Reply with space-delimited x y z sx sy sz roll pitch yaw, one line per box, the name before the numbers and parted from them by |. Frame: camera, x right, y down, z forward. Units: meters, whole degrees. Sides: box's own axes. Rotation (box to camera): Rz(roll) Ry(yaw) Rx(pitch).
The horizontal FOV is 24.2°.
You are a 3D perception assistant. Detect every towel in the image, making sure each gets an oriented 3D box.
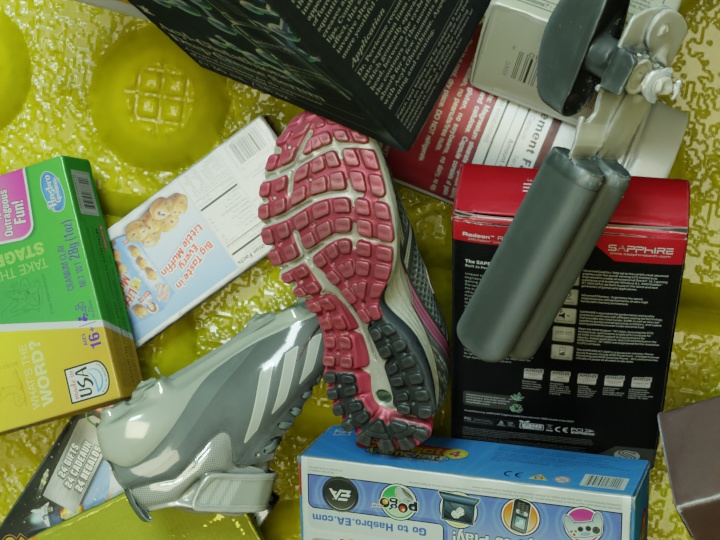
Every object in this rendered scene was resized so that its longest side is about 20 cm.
towel | -0.156 0.188 1.035 0.200 0.018 0.086 -26 97 9

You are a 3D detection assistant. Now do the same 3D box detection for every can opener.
can opener | 0.101 -0.048 0.832 0.066 0.053 0.200 35 112 34

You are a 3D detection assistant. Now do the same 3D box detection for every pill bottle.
pill bottle | 0.078 -0.087 0.960 0.200 0.113 0.113 23 99 4

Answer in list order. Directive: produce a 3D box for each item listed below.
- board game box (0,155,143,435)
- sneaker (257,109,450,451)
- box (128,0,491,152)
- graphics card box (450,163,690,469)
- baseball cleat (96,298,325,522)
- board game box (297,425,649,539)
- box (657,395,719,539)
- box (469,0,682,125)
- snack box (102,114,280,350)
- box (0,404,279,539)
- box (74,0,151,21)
board game box | -0.245 0.031 1.035 0.200 0.040 0.153 -17 84 15
sneaker | 0.000 0.000 0.946 0.080 0.075 0.200 -4 113 23
box | -0.044 -0.162 0.824 0.148 0.200 0.107 25 83 29
graphics card box | 0.114 0.030 0.945 0.125 0.051 0.200 4 135 8
baseball cleat | -0.057 0.080 1.000 0.200 0.070 0.107 -28 98 -16
board game box | 0.067 0.201 0.990 0.200 0.056 0.196 5 107 19
box | 0.278 0.105 0.934 0.200 0.075 0.100 -19 135 14
box | 0.137 -0.181 0.907 0.095 0.078 0.200 22 63 5
snack box | -0.118 -0.010 1.042 0.200 0.024 0.072 -35 90 10
box | -0.163 0.188 1.063 0.137 0.040 0.200 35 100 2
box | -0.124 -0.201 0.923 0.101 0.200 0.113 26 102 29
